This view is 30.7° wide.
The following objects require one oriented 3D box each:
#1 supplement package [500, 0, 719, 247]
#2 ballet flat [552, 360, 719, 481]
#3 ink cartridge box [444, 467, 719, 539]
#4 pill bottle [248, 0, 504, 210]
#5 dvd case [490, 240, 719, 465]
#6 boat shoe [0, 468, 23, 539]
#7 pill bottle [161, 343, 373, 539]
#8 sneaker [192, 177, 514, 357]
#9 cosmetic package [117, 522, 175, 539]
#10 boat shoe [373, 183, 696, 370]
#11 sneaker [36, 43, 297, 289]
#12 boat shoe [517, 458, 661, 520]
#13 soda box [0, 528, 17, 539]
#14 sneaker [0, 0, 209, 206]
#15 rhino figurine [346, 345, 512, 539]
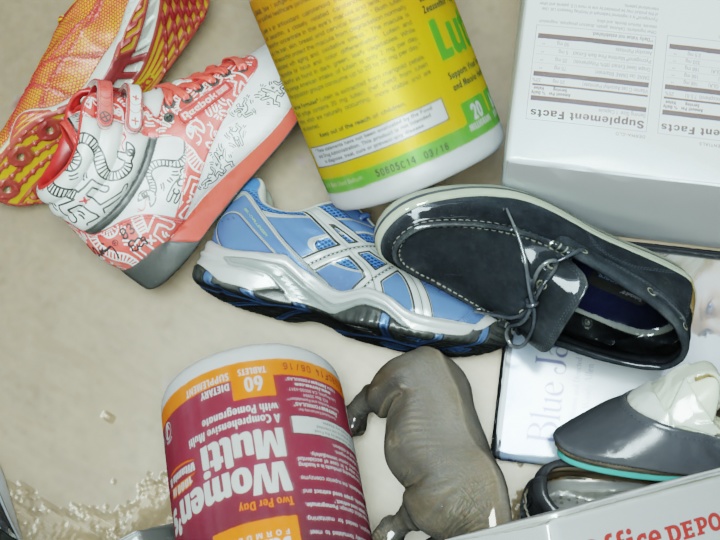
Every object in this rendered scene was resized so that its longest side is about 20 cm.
[{"bbox_3d":[0.166,-0.132,0.764,0.149,0.152,0.202,7,81,5],"label":"supplement package"},{"bbox_3d":[0.211,0.087,0.743,0.198,0.073,0.074,9,81,1],"label":"ballet flat"},{"bbox_3d":[0.136,0.210,0.630,0.146,0.086,0.202,-4,76,-38],"label":"ink cartridge box"},{"bbox_3d":[-0.002,-0.146,0.754,0.110,0.111,0.201,-23,101,0],"label":"pill bottle"},{"bbox_3d":[0.185,0.055,0.797,0.198,0.018,0.144,7,81,6],"label":"dvd case"},{"bbox_3d":[-0.221,0.190,0.782,0.071,0.068,0.201,-24,79,0],"label":"boat shoe"},{"bbox_3d":[-0.047,0.151,0.723,0.109,0.110,0.201,-14,56,2],"label":"pill bottle"},{"bbox_3d":[0.000,0.000,0.793,0.198,0.076,0.078,17,77,6],"label":"sneaker"},{"bbox_3d":[-0.109,0.254,0.743,0.090,0.107,0.201,-29,81,0],"label":"cosmetic package"},{"bbox_3d":[0.103,0.006,0.739,0.199,0.075,0.063,19,40,-13],"label":"boat shoe"},{"bbox_3d":[-0.110,-0.097,0.802,0.108,0.067,0.202,39,85,-25],"label":"sneaker"},{"bbox_3d":[0.190,0.152,0.751,0.198,0.061,0.074,16,57,9],"label":"boat shoe"},{"bbox_3d":[-0.236,0.219,0.718,0.063,0.071,0.201,30,127,15],"label":"soda box"},{"bbox_3d":[-0.175,-0.126,0.845,0.200,0.073,0.077,-51,49,-2],"label":"sneaker"},{"bbox_3d":[0.049,0.128,0.727,0.088,0.059,0.201,-56,40,32],"label":"rhino figurine"}]
